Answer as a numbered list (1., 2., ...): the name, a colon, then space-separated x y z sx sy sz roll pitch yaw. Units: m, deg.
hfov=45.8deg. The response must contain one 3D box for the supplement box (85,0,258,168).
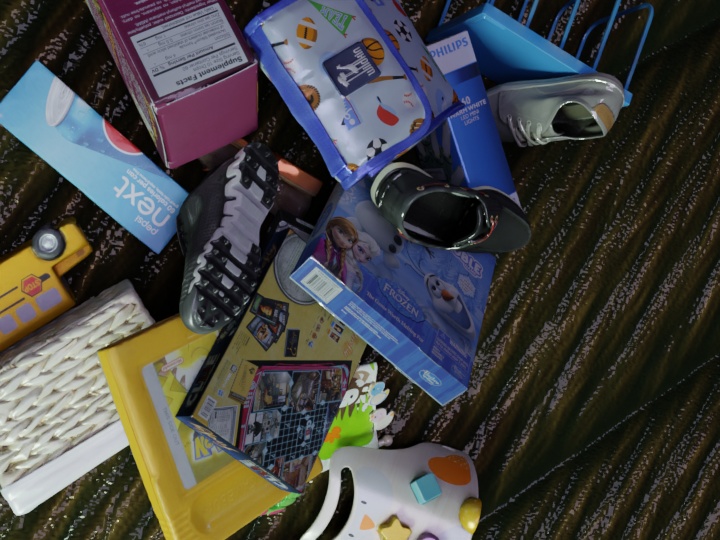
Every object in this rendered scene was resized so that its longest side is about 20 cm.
1. supplement box: -0.179 -0.221 0.777 0.101 0.131 0.203 -25 79 -14

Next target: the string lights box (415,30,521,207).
1. string lights box: 0.103 -0.148 0.936 0.058 0.102 0.204 -24 103 -18

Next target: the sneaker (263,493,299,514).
1. sneaker: -0.127 0.190 0.908 0.076 0.084 0.201 -33 125 6

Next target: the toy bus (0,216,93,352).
1. toy bus: -0.345 0.029 0.818 0.198 0.065 0.079 -34 106 -13

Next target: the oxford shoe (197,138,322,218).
1. oxford shoe: -0.137 -0.105 0.876 0.197 0.071 0.074 27 97 -17

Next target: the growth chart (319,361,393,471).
1. growth chart: -0.034 0.151 0.927 0.142 0.018 0.203 -25 132 -10

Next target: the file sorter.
1. file sorter: 0.201 -0.273 0.940 0.197 0.138 0.125 25 85 -20

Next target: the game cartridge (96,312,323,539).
1. game cartridge: -0.130 0.133 0.786 0.175 0.032 0.204 -26 99 -41

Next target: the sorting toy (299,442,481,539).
1. sorting toy: 0.027 0.288 0.967 0.177 0.107 0.204 22 89 -13

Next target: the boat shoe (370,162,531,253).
1. boat shoe: 0.101 -0.048 0.843 0.198 0.063 0.075 14 115 -37

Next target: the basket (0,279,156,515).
1. basket: -0.270 0.110 0.818 0.198 0.135 0.125 -32 104 -14

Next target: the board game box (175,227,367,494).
1. board game box: -0.069 0.083 0.800 0.135 0.034 0.203 41 60 -26

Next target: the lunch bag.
1. lunch bag: -0.006 -0.178 0.796 0.172 0.123 0.200 56 35 -3

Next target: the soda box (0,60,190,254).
1. soda box: -0.257 -0.108 0.835 0.199 0.064 0.068 42 82 -19

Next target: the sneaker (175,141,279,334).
1. sneaker: -0.137 -0.026 0.796 0.066 0.089 0.204 43 47 -39

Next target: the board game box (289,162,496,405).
1. board game box: 0.043 -0.004 0.858 0.199 0.043 0.201 40 39 -15

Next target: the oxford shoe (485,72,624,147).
1. oxford shoe: 0.186 -0.163 0.919 0.075 0.197 0.059 42 58 -39

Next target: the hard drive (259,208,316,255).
1. hard drive: -0.070 0.053 0.897 0.137 0.038 0.202 25 110 -20
